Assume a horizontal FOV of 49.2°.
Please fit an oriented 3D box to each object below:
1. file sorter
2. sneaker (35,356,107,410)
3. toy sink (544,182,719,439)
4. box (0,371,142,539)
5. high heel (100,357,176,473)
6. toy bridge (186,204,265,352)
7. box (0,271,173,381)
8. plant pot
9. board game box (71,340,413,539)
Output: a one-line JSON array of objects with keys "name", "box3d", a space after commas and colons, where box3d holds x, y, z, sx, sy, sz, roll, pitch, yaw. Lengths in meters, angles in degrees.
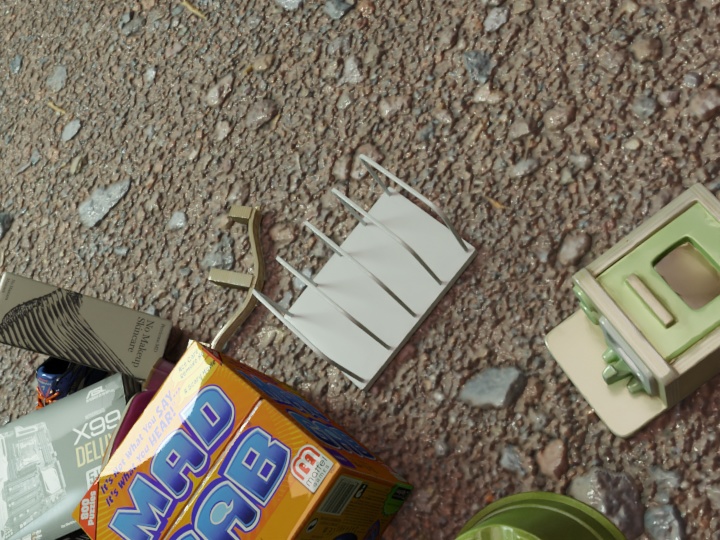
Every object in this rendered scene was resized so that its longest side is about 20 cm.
[{"name": "file sorter", "box3d": [0.000, 0.000, 0.854, 0.139, 0.124, 0.200, 39, 89, 30]}, {"name": "sneaker", "box3d": [-0.380, 0.152, 0.986, 0.075, 0.078, 0.202, 11, 75, 27]}, {"name": "toy sink", "box3d": [0.276, 0.041, 0.728, 0.199, 0.112, 0.131, -37, 61, 6]}, {"name": "box", "box3d": [-0.330, 0.227, 0.883, 0.199, 0.050, 0.159, -24, 59, 5]}, {"name": "high heel", "box3d": [-0.206, 0.169, 0.846, 0.095, 0.200, 0.068, 27, 108, -7]}, {"name": "toy bridge", "box3d": [-0.153, 0.012, 0.970, 0.067, 0.027, 0.202, 9, 75, 23]}, {"name": "box", "box3d": [-0.332, 0.070, 0.934, 0.199, 0.068, 0.083, 17, 77, -19]}, {"name": "plant pot", "box3d": [0.137, 0.281, 0.655, 0.198, 0.190, 0.202, -7, 69, 19]}, {"name": "board game box", "box3d": [-0.106, 0.226, 0.772, 0.199, 0.200, 0.200, 33, 85, 29]}]
